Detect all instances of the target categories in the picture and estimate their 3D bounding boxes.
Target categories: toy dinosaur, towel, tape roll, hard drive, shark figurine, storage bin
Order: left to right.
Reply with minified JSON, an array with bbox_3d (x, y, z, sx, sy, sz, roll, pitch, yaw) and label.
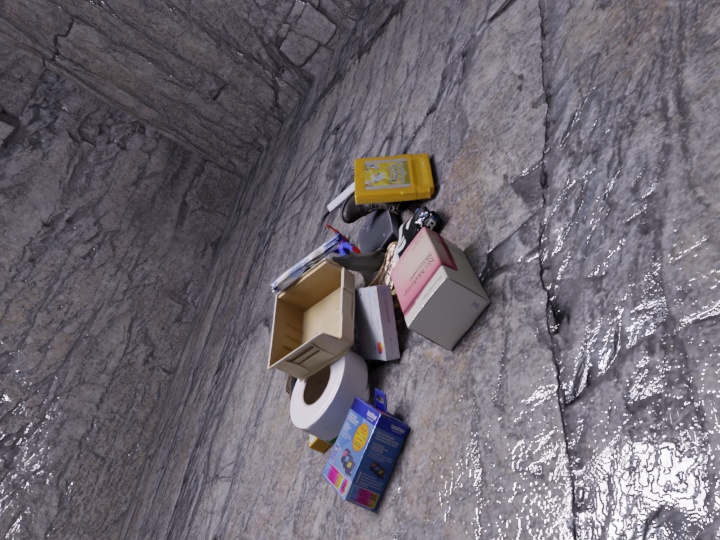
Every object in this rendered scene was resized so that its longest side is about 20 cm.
[{"bbox_3d":[-0.125,-0.020,1.505,0.198,0.024,0.147,-36,7,5],"label":"towel"},{"bbox_3d":[-0.105,0.111,1.404,0.197,0.093,0.204,-35,38,35],"label":"storage bin"},{"bbox_3d":[-0.072,0.265,1.386,0.202,0.070,0.205,-41,30,30],"label":"tape roll"},{"bbox_3d":[-0.014,0.000,1.507,0.128,0.209,0.092,148,115,-75],"label":"shark figurine"},{"bbox_3d":[0.049,-0.097,1.668,0.136,0.042,0.201,-54,23,22],"label":"hard drive"},{"bbox_3d":[0.090,0.056,1.412,0.100,0.058,0.203,-35,40,24],"label":"toy dinosaur"}]

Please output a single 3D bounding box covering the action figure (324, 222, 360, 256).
[{"bbox_3d":[-0.068,-0.078,1.849,0.066,0.098,0.200,-59,20,4],"label":"action figure"}]

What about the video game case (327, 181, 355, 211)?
[{"bbox_3d":[0.021,-0.238,1.763,0.180,0.023,0.199,-25,-6,-39],"label":"video game case"}]

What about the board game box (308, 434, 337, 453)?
[{"bbox_3d":[-0.065,0.300,1.484,0.154,0.040,0.202,-51,25,29],"label":"board game box"}]

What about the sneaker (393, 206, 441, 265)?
[{"bbox_3d":[0.133,-0.071,1.407,0.112,0.072,0.203,-48,25,35],"label":"sneaker"}]

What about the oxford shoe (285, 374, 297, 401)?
[{"bbox_3d":[-0.161,0.309,1.661,0.085,0.072,0.201,-58,10,17],"label":"oxford shoe"}]

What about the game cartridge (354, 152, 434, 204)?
[{"bbox_3d":[0.082,-0.234,1.579,0.179,0.194,0.033,-92,-5,-49],"label":"game cartridge"}]

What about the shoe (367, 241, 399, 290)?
[{"bbox_3d":[0.063,0.031,1.493,0.069,0.053,0.204,28,95,26],"label":"shoe"}]

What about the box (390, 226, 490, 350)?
[{"bbox_3d":[0.147,0.031,1.216,0.129,0.107,0.201,-53,23,20],"label":"box"}]

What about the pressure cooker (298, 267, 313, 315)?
[{"bbox_3d":[-0.115,0.113,1.624,0.204,0.176,0.175,-64,25,-5],"label":"pressure cooker"}]

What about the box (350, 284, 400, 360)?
[{"bbox_3d":[0.015,0.118,1.411,0.199,0.040,0.160,-14,84,64],"label":"box"}]

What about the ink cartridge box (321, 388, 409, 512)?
[{"bbox_3d":[0.014,0.336,1.222,0.204,0.075,0.136,-65,22,-8],"label":"ink cartridge box"}]

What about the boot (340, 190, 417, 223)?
[{"bbox_3d":[0.054,-0.175,1.613,0.198,0.070,0.174,-37,28,-11],"label":"boot"}]
